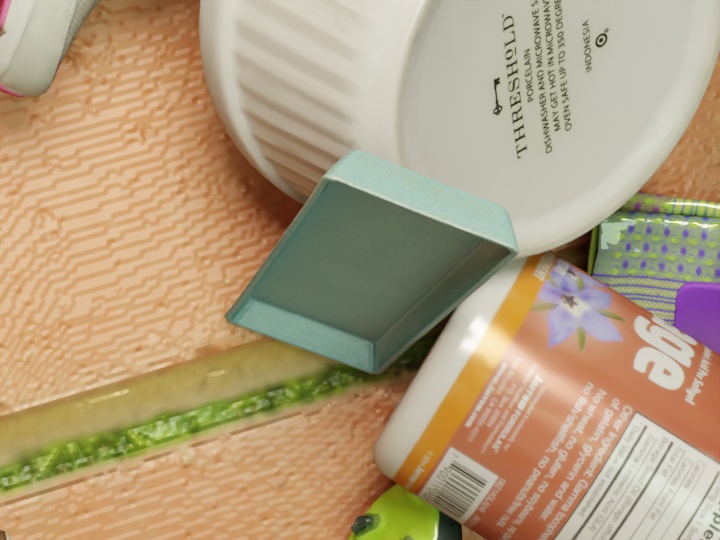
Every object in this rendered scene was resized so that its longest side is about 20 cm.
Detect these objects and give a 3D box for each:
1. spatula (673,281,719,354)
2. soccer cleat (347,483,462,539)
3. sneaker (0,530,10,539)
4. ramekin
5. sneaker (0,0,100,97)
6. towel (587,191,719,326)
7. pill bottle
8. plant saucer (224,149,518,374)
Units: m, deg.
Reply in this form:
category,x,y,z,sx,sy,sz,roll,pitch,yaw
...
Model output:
category,x,y,z,sx,sy,sz,roll,pitch,yaw
spatula,0.156,-0.032,0.826,0.056,0.021,0.201,8,111,19
soccer cleat,0.016,0.184,0.890,0.081,0.067,0.201,5,104,-36
sneaker,-0.099,0.184,0.843,0.200,0.070,0.076,39,89,-23
ramekin,0.049,-0.095,0.772,0.202,0.094,0.203,-21,128,-29
sneaker,-0.068,-0.143,0.767,0.088,0.081,0.200,34,92,-20
towel,0.156,0.072,0.888,0.143,0.023,0.201,9,106,9
pill bottle,0.114,0.081,0.828,0.199,0.112,0.112,32,93,2
plant saucer,0.000,0.000,0.767,0.070,0.200,0.019,20,73,-8
